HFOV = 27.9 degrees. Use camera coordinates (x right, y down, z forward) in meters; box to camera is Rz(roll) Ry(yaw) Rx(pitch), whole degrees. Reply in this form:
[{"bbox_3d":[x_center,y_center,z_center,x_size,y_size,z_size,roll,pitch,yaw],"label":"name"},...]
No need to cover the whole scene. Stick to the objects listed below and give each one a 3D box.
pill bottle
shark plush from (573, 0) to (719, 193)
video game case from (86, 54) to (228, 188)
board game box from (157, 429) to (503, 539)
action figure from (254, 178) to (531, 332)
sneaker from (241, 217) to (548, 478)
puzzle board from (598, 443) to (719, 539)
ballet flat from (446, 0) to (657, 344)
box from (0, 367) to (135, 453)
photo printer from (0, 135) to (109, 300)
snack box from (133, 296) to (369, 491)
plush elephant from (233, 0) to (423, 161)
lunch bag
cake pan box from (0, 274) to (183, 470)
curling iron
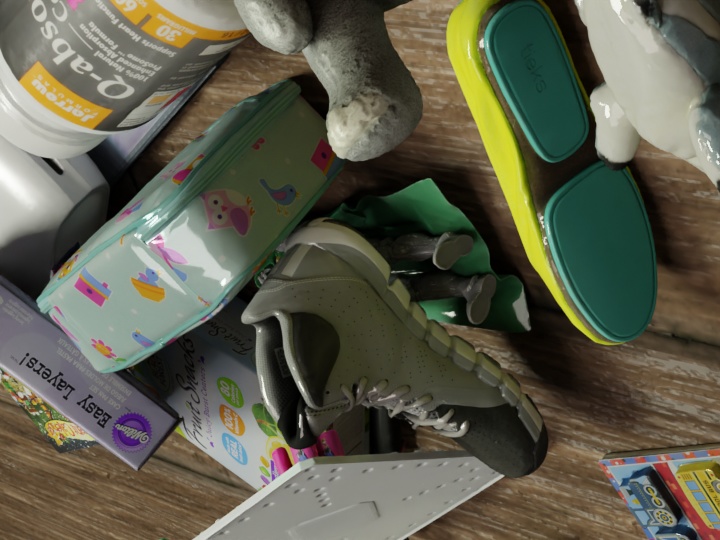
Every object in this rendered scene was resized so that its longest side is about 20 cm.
[{"bbox_3d":[-0.134,-0.145,0.807,0.116,0.116,0.200,50,136,-8],"label":"pill bottle"},{"bbox_3d":[0.131,-0.122,0.622,0.200,0.083,0.091,61,162,-14],"label":"shark plush"},{"bbox_3d":[-0.178,-0.146,0.955,0.143,0.019,0.200,48,146,-5],"label":"video game case"},{"bbox_3d":[-0.020,0.152,0.929,0.200,0.200,0.026,-39,60,38],"label":"board game box"},{"bbox_3d":[0.000,0.000,0.899,0.200,0.055,0.118,-1,128,50],"label":"action figure"},{"bbox_3d":[0.009,0.075,0.821,0.200,0.116,0.075,43,145,-7],"label":"sneaker"},{"bbox_3d":[0.247,0.184,0.866,0.151,0.017,0.200,-15,115,51],"label":"puzzle board"},{"bbox_3d":[0.096,-0.055,0.744,0.067,0.067,0.200,23,142,62],"label":"ballet flat"},{"bbox_3d":[-0.246,0.085,1.242,0.200,0.038,0.137,-19,111,52],"label":"box"},{"bbox_3d":[-0.261,-0.061,1.060,0.166,0.069,0.200,40,153,6],"label":"photo printer"},{"bbox_3d":[-0.084,0.091,1.062,0.200,0.053,0.142,31,142,27],"label":"snack box"},{"bbox_3d":[-0.004,-0.184,0.616,0.200,0.165,0.155,54,178,29],"label":"plush elephant"},{"bbox_3d":[-0.103,-0.028,0.883,0.077,0.160,0.200,46,140,-12],"label":"lunch bag"},{"bbox_3d":[-0.216,0.059,1.007,0.184,0.052,0.200,41,171,-8],"label":"cake pan box"},{"bbox_3d":[0.023,0.135,1.028,0.050,0.025,0.200,-117,18,-48],"label":"curling iron"}]
